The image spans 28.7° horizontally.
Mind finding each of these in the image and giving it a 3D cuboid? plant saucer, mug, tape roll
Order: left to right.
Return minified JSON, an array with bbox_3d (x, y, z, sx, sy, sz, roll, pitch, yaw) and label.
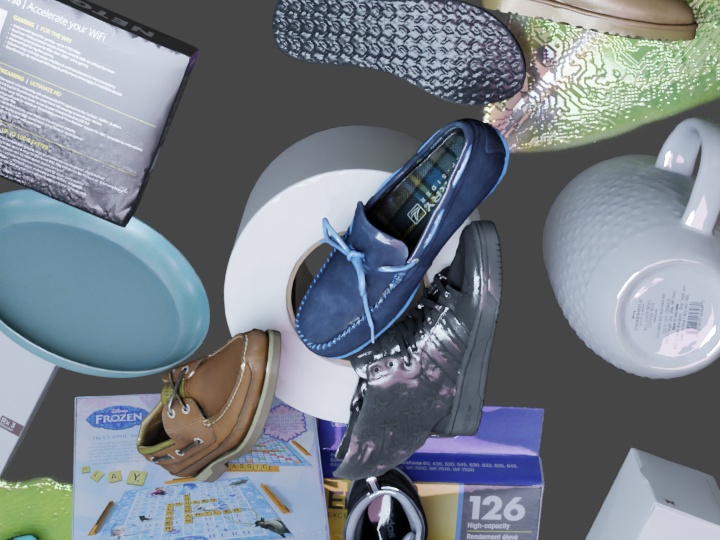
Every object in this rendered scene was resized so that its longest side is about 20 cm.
[{"bbox_3d":[-0.211,0.013,1.073,0.200,0.200,0.027,26,122,-8],"label":"plant saucer"},{"bbox_3d":[0.000,0.000,1.093,0.202,0.139,0.203,0,109,0],"label":"tape roll"},{"bbox_3d":[0.229,-0.019,1.063,0.147,0.175,0.200,17,109,-5],"label":"mug"}]

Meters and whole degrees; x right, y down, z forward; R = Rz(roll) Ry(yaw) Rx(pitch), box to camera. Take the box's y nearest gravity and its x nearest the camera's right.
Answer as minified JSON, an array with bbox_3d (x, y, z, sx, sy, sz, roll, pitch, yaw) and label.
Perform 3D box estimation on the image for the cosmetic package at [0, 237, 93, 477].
[{"bbox_3d":[-0.300,0.064,1.150,0.113,0.081,0.200,26,109,-6],"label":"cosmetic package"}]

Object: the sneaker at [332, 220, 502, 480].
[{"bbox_3d":[0.039,0.058,1.007,0.104,0.060,0.200,3,113,-5],"label":"sneaker"}]

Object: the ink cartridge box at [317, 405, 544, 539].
[{"bbox_3d":[0.056,0.214,1.216,0.197,0.047,0.200,2,111,-1],"label":"ink cartridge box"}]

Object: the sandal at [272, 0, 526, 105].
[{"bbox_3d":[0.033,-0.181,1.084,0.200,0.048,0.075,16,110,9],"label":"sandal"}]

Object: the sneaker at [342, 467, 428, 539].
[{"bbox_3d":[0.029,0.250,1.113,0.075,0.114,0.200,-15,77,2],"label":"sneaker"}]

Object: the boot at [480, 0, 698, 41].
[{"bbox_3d":[0.185,-0.277,1.034,0.175,0.066,0.200,10,107,-5],"label":"boot"}]

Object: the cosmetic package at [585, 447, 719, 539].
[{"bbox_3d":[0.234,0.267,1.201,0.085,0.108,0.200,21,109,-7],"label":"cosmetic package"}]

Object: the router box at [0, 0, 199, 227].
[{"bbox_3d":[-0.245,-0.140,1.093,0.200,0.051,0.149,23,106,-7],"label":"router box"}]

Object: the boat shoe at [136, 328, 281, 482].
[{"bbox_3d":[-0.114,0.101,1.026,0.068,0.072,0.200,15,142,-16],"label":"boat shoe"}]

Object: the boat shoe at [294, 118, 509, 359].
[{"bbox_3d":[0.015,-0.029,0.965,0.084,0.069,0.200,38,98,26],"label":"boat shoe"}]

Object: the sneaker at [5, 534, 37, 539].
[{"bbox_3d":[-0.257,0.307,1.201,0.200,0.078,0.091,40,116,12],"label":"sneaker"}]

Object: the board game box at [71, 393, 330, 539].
[{"bbox_3d":[-0.127,0.183,1.117,0.200,0.200,0.041,-2,136,-7],"label":"board game box"}]
